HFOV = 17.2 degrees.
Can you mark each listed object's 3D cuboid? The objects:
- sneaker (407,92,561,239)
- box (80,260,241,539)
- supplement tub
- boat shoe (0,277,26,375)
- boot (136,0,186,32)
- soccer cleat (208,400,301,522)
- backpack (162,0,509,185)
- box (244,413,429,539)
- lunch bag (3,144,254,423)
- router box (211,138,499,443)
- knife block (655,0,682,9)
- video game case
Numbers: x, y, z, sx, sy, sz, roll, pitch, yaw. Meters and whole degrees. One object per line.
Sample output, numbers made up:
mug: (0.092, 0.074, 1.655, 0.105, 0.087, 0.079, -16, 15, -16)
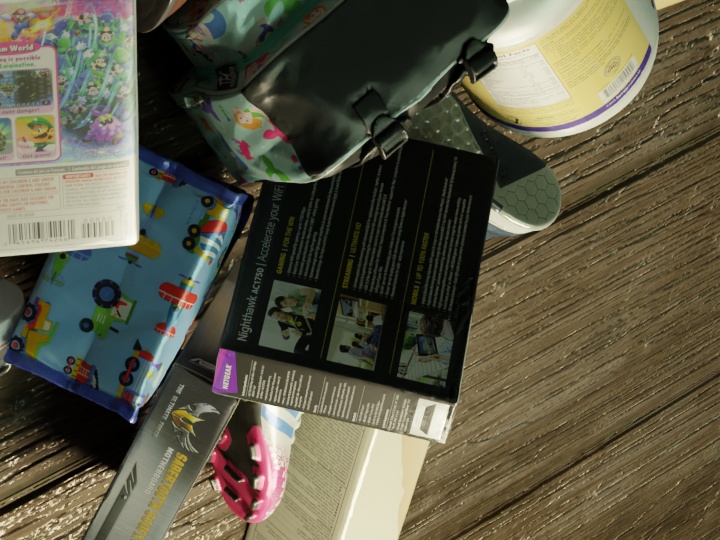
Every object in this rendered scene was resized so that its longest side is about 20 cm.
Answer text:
sneaker: (0.020, -0.080, 1.625, 0.202, 0.146, 0.077, 41, 61, -20)
box: (-0.121, 0.112, 1.560, 0.200, 0.048, 0.159, -60, -179, 26)
supplement tub: (0.104, -0.189, 1.559, 0.146, 0.145, 0.200, -50, 148, -4)
boat shoe: (-0.279, 0.069, 1.394, 0.200, 0.070, 0.066, -34, 143, -41)
boot: (-0.069, -0.204, 1.320, 0.200, 0.069, 0.188, -39, 179, -19)
soccer cleat: (-0.061, 0.098, 1.699, 0.086, 0.070, 0.201, -30, 142, -32)
backpack: (-0.027, -0.136, 1.418, 0.177, 0.151, 0.200, -42, -173, -16)
box: (-0.014, 0.152, 1.796, 0.078, 0.095, 0.201, -19, 137, -43)
lunch bag: (-0.130, 0.007, 1.493, 0.151, 0.094, 0.200, -65, 173, 1)
router box: (0.000, 0.000, 1.485, 0.051, 0.148, 0.201, 104, -1, -51)
knife block: (0.244, -0.226, 1.677, 0.064, 0.175, 0.201, -2, 123, -51)
video game case: (-0.218, -0.079, 1.266, 0.199, 0.024, 0.183, -5, 133, -9)
